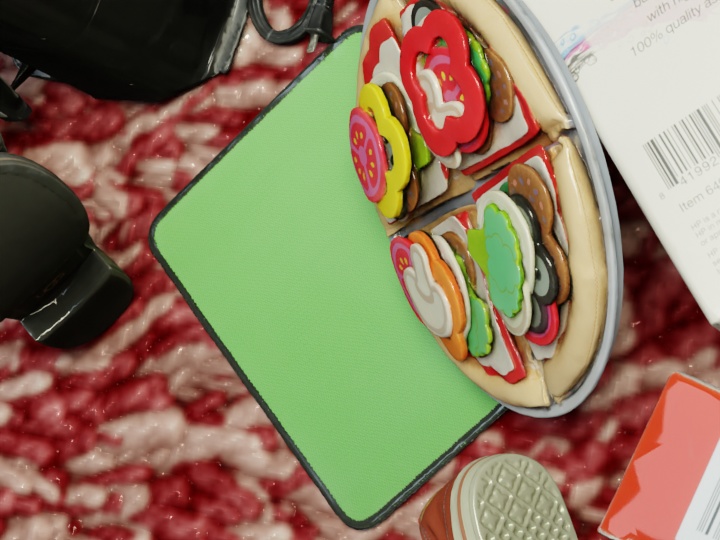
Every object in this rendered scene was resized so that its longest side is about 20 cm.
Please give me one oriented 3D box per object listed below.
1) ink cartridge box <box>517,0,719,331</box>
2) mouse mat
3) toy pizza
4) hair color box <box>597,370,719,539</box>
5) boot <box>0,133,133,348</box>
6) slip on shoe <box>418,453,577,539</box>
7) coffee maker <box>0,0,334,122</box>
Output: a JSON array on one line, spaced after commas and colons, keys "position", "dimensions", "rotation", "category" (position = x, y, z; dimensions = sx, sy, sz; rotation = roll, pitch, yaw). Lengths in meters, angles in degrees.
[{"position": [0.167, -0.087, 0.698], "dimensions": [0.147, 0.145, 0.200], "rotation": [-33, 68, 16], "category": "ink cartridge box"}, {"position": [0.000, 0.000, 0.839], "dimensions": [0.161, 0.008, 0.200], "rotation": [-43, 65, 12], "category": "mouse mat"}, {"position": [0.040, -0.032, 0.731], "dimensions": [0.032, 0.200, 0.200], "rotation": [-18, 67, -22], "category": "toy pizza"}, {"position": [0.167, 0.092, 0.632], "dimensions": [0.101, 0.200, 0.061], "rotation": [26, 92, 27], "category": "hair color box"}, {"position": [-0.197, -0.051, 0.844], "dimensions": [0.069, 0.200, 0.174], "rotation": [-41, 72, -7], "category": "boot"}, {"position": [0.071, 0.178, 0.745], "dimensions": [0.061, 0.074, 0.200], "rotation": [-30, 71, 55], "category": "slip on shoe"}, {"position": [-0.144, -0.164, 0.828], "dimensions": [0.192, 0.200, 0.135], "rotation": [-13, 75, 24], "category": "coffee maker"}]
